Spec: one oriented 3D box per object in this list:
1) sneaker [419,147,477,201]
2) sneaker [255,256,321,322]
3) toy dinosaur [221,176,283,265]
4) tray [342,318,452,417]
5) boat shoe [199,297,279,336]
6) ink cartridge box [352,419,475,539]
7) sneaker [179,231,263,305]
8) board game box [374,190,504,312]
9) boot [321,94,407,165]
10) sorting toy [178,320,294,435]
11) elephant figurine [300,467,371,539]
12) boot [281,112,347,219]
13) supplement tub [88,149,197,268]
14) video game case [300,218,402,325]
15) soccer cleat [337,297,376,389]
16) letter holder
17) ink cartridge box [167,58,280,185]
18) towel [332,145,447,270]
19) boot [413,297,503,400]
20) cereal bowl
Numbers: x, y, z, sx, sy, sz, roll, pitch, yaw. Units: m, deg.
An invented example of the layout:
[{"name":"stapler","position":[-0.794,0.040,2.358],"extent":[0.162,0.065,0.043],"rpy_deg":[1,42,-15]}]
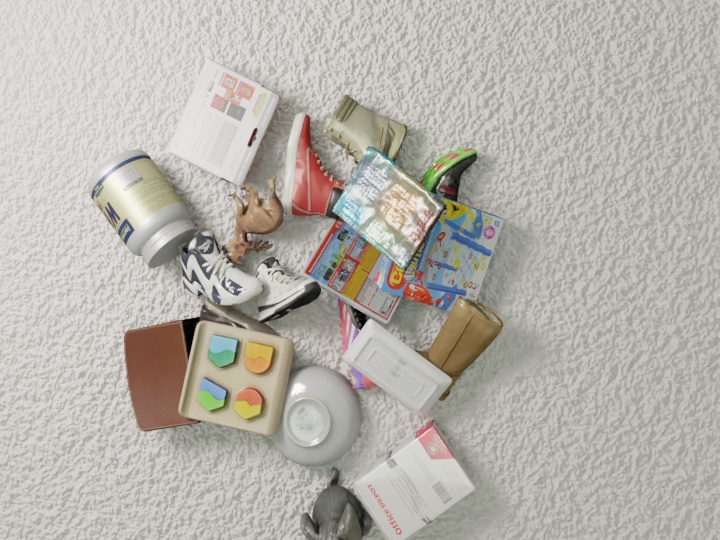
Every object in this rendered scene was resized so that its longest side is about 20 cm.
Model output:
[{"name":"sneaker","position":[0.160,-0.158,1.371],"extent":[0.083,0.077,0.201],"rpy_deg":[40,93,-20]},{"name":"sneaker","position":[-0.156,0.023,1.360],"extent":[0.199,0.075,0.118],"rpy_deg":[-27,78,49]},{"name":"toy dinosaur","position":[-0.198,-0.098,1.378],"extent":[0.198,0.085,0.139],"rpy_deg":[-21,89,42]},{"name":"tray","position":[0.068,0.191,1.328],"extent":[0.198,0.022,0.108],"rpy_deg":[36,112,-1]},{"name":"boat shoe","position":[-0.239,0.126,1.418],"extent":[0.197,0.067,0.058],"rpy_deg":[31,110,6]},{"name":"ink cartridge box","position":[0.104,0.413,1.359],"extent":[0.198,0.085,0.147],"rpy_deg":[-36,85,4]},{"name":"sneaker","position":[-0.284,-0.012,1.369],"extent":[0.196,0.079,0.132],"rpy_deg":[11,125,37]},{"name":"board game box","position":[0.149,-0.036,1.327],"extent":[0.191,0.056,0.205],"rpy_deg":[16,99,-15]},{"name":"boot","position":[-0.011,-0.226,1.364],"extent":[0.152,0.072,0.204],"rpy_deg":[26,82,-7]},{"name":"sorting toy","position":[-0.239,0.207,1.346],"extent":[0.195,0.036,0.190],"rpy_deg":[12,83,-2]},{"name":"elephant figurine","position":[-0.048,0.501,1.319],"extent":[0.154,0.200,0.143],"rpy_deg":[37,94,6]},{"name":"boot","position":[-0.078,-0.209,1.398],"extent":[0.140,0.072,0.206],"rpy_deg":[5,92,1]},{"name":"supplement tub","position":[-0.434,-0.123,1.400],"extent":[0.144,0.145,0.201],"rpy_deg":[-39,85,5]},{"name":"video game case","position":[0.000,0.000,1.378],"extent":[0.197,0.018,0.145],"rpy_deg":[29,67,6]},{"name":"soccer cleat","position":[-0.015,0.137,1.388],"extent":[0.072,0.068,0.204],"rpy_deg":[-22,88,16]},{"name":"letter holder","position":[-0.390,0.210,1.417],"extent":[0.138,0.101,0.206],"rpy_deg":[-10,88,9]},{"name":"ink cartridge box","position":[-0.265,-0.290,1.410],"extent":[0.173,0.084,0.204],"rpy_deg":[26,93,7]},{"name":"towel","position":[0.048,-0.116,1.278],"extent":[0.199,0.022,0.148],"rpy_deg":[41,109,26]},{"name":"boot","position":[0.149,0.131,1.333],"extent":[0.172,0.066,0.202],"rpy_deg":[29,117,-5]},{"name":"cereal bowl","position":[-0.098,0.294,1.387],"extent":[0.194,0.083,0.206],"rpy_deg":[0,91,8]}]
